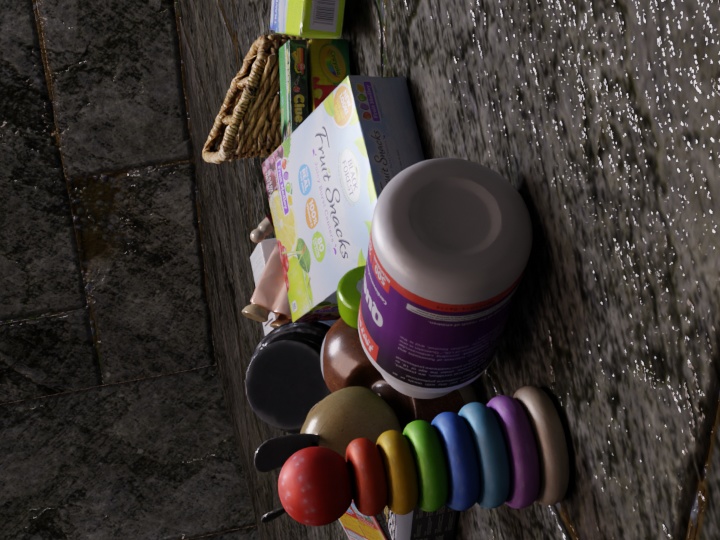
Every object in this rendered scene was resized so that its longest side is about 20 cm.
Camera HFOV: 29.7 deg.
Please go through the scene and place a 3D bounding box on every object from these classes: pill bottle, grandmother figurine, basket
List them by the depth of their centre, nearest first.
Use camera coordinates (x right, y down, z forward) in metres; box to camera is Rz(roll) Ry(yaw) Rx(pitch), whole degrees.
[{"bbox_3d":[0.056,0.016,0.996,0.201,0.111,0.113,98,159,-58],"label":"pill bottle"},{"bbox_3d":[-0.049,0.103,1.358,0.200,0.111,0.113,-11,-89,-78],"label":"pill bottle"},{"bbox_3d":[-0.064,-0.030,1.553,0.060,0.121,0.201,2,70,58],"label":"grandmother figurine"},{"bbox_3d":[-0.123,-0.210,1.643,0.200,0.148,0.144,-151,52,-77],"label":"basket"}]

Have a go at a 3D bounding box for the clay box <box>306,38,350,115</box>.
[{"bbox_3d":[-0.035,-0.132,1.454,0.115,0.047,0.202,120,147,-73],"label":"clay box"}]

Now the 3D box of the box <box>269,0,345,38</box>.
[{"bbox_3d":[-0.053,-0.302,1.397,0.200,0.047,0.123,-138,54,-74],"label":"box"}]

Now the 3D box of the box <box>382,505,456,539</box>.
[{"bbox_3d":[0.050,0.190,1.348,0.201,0.049,0.158,93,163,-49],"label":"box"}]

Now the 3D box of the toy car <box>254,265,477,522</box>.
[{"bbox_3d":[-0.014,0.128,1.150,0.158,0.200,0.165,37,149,32],"label":"toy car"}]

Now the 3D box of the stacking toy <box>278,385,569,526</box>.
[{"bbox_3d":[0.041,0.140,0.949,0.085,0.198,0.086,170,90,-79],"label":"stacking toy"}]

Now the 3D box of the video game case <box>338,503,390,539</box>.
[{"bbox_3d":[0.003,0.278,1.512,0.201,0.017,0.143,62,161,-13],"label":"video game case"}]

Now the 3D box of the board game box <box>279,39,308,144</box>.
[{"bbox_3d":[-0.070,-0.142,1.454,0.105,0.023,0.202,-143,52,-81],"label":"board game box"}]

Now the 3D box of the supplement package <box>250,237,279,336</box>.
[{"bbox_3d":[-0.057,0.063,1.626,0.110,0.113,0.202,137,123,-75],"label":"supplement package"}]

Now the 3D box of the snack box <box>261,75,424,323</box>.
[{"bbox_3d":[-0.012,-0.062,1.258,0.200,0.067,0.170,-36,62,54],"label":"snack box"}]
